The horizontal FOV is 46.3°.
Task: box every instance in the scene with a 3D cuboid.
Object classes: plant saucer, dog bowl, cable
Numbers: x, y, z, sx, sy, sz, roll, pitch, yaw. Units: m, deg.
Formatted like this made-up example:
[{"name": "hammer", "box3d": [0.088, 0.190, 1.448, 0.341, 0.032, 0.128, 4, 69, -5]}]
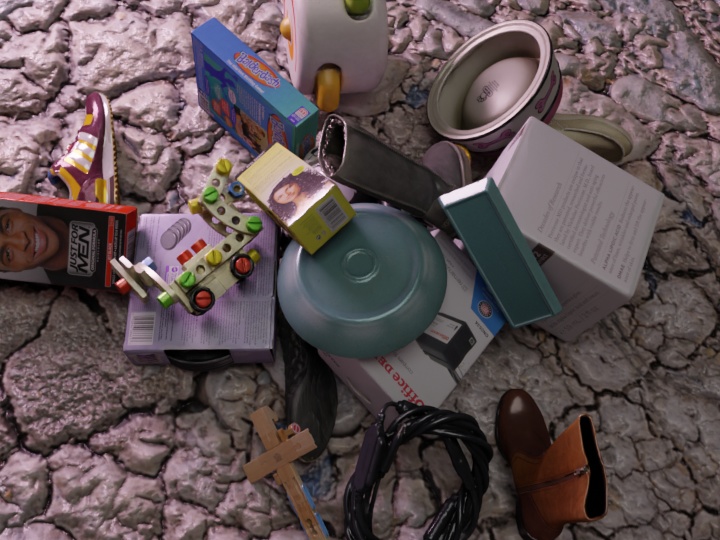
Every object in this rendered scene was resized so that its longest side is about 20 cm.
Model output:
[{"name": "plant saucer", "box3d": [0.163, -0.013, 0.972, 0.069, 0.201, 0.019, -19, 30, 27]}, {"name": "dog bowl", "box3d": [0.193, -0.247, 1.176, 0.199, 0.074, 0.202, -25, 48, 30]}, {"name": "cable", "box3d": [0.065, 0.250, 0.952, 0.161, 0.051, 0.203, 13, 93, -19]}, {"name": "plant saucer", "box3d": [0.000, 0.000, 0.957, 0.197, 0.036, 0.202, -2, 62, 4]}]

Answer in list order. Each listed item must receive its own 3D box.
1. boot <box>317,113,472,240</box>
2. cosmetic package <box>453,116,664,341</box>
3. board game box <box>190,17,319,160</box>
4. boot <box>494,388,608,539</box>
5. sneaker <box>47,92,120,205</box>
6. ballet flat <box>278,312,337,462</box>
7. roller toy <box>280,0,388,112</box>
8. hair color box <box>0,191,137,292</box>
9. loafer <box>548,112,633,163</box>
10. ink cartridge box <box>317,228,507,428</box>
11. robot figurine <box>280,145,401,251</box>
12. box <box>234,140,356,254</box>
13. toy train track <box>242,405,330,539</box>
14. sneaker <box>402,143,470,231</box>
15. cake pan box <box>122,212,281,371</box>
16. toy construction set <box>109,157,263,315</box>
[{"name": "boot", "box3d": [0.040, -0.129, 1.002, 0.198, 0.073, 0.183, 19, 32, -22]}, {"name": "cosmetic package", "box3d": [0.239, -0.048, 1.065, 0.198, 0.165, 0.166, 29, 62, -2]}, {"name": "board game box", "box3d": [-0.142, -0.219, 1.131, 0.200, 0.153, 0.045, 43, 66, 14]}, {"name": "boot", "box3d": [0.206, 0.197, 0.936, 0.067, 0.201, 0.191, 5, 63, -4]}, {"name": "sneaker", "box3d": [-0.368, -0.150, 1.114, 0.089, 0.075, 0.202, -5, 63, -15]}, {"name": "ballet flat", "box3d": [-0.067, 0.133, 1.031, 0.066, 0.057, 0.203, 8, 67, -28]}, {"name": "roller toy", "box3d": [-0.044, -0.341, 1.188, 0.138, 0.202, 0.183, -6, 29, -10]}, {"name": "hair color box", "box3d": [-0.383, -0.037, 1.039, 0.197, 0.061, 0.103, 6, 101, -3]}, {"name": "loafer", "box3d": [0.289, -0.184, 1.211, 0.197, 0.076, 0.069, 14, 64, 11]}, {"name": "ink cartridge box", "box3d": [0.067, 0.072, 1.022, 0.145, 0.084, 0.200, 48, 66, -11]}, {"name": "robot figurine", "box3d": [-0.028, -0.071, 1.085, 0.148, 0.125, 0.202, 4, 64, -4]}, {"name": "box", "box3d": [-0.082, -0.091, 1.001, 0.075, 0.050, 0.200, -42, 33, -6]}, {"name": "toy train track", "box3d": [-0.066, 0.247, 0.961, 0.032, 0.114, 0.202, -13, 73, -56]}, {"name": "sneaker", "box3d": [0.089, -0.091, 1.133, 0.077, 0.082, 0.201, 25, 64, 6]}, {"name": "cake pan box", "box3d": [-0.192, 0.023, 1.051, 0.181, 0.052, 0.202, -3, 63, 2]}, {"name": "toy construction set", "box3d": [-0.196, -0.025, 0.996, 0.200, 0.092, 0.132, -40, 95, -8]}]
